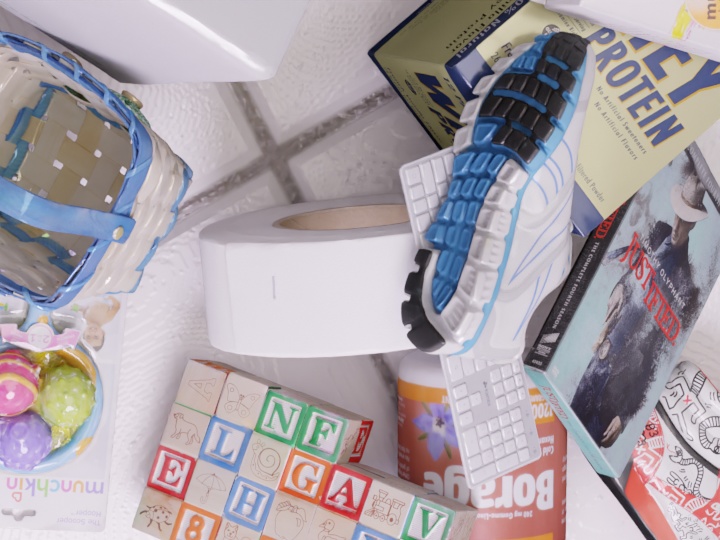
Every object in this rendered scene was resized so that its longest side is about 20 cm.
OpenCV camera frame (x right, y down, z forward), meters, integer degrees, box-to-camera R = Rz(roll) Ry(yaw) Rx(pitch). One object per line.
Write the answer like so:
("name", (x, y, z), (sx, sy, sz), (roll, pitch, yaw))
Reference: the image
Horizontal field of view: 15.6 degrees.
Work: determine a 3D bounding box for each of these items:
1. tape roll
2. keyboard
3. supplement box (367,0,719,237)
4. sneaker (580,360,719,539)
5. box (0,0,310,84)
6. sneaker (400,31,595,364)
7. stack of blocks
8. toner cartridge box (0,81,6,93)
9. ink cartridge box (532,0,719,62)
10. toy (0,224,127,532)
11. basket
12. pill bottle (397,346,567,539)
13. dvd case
("tape roll", (0.000, 0.000, 1.621), (0.201, 0.202, 0.071), (-7, 100, -14))
("keyboard", (0.065, 0.026, 1.541), (0.056, 0.011, 0.201), (-23, 108, -35))
("supplement box", (0.140, -0.143, 1.642), (0.200, 0.200, 0.134), (-41, 105, -7))
("sneaker", (0.243, 0.158, 1.777), (0.108, 0.067, 0.202), (-37, 102, -6))
("box", (-0.133, -0.224, 1.469), (0.198, 0.200, 0.172), (32, 76, -28))
("sneaker", (0.095, -0.039, 1.515), (0.086, 0.075, 0.201), (22, 92, -41))
("stack of blocks", (-0.031, 0.143, 1.651), (0.199, 0.059, 0.116), (21, 92, 18))
("toner cartridge box", (-0.320, -0.148, 1.596), (0.200, 0.043, 0.095), (44, 83, -16))
("ink cartridge box", (0.182, -0.190, 1.508), (0.199, 0.068, 0.116), (15, 92, -15))
("toy", (-0.206, 0.068, 1.652), (0.114, 0.047, 0.202), (4, 95, -14))
("basket", (-0.205, -0.063, 1.528), (0.176, 0.200, 0.140), (32, 102, 23))
("pill bottle", (0.079, 0.154, 1.708), (0.111, 0.112, 0.202), (-2, 97, -15))
("dvd case", (0.179, 0.015, 1.699), (0.201, 0.022, 0.146), (-62, 144, -20))
